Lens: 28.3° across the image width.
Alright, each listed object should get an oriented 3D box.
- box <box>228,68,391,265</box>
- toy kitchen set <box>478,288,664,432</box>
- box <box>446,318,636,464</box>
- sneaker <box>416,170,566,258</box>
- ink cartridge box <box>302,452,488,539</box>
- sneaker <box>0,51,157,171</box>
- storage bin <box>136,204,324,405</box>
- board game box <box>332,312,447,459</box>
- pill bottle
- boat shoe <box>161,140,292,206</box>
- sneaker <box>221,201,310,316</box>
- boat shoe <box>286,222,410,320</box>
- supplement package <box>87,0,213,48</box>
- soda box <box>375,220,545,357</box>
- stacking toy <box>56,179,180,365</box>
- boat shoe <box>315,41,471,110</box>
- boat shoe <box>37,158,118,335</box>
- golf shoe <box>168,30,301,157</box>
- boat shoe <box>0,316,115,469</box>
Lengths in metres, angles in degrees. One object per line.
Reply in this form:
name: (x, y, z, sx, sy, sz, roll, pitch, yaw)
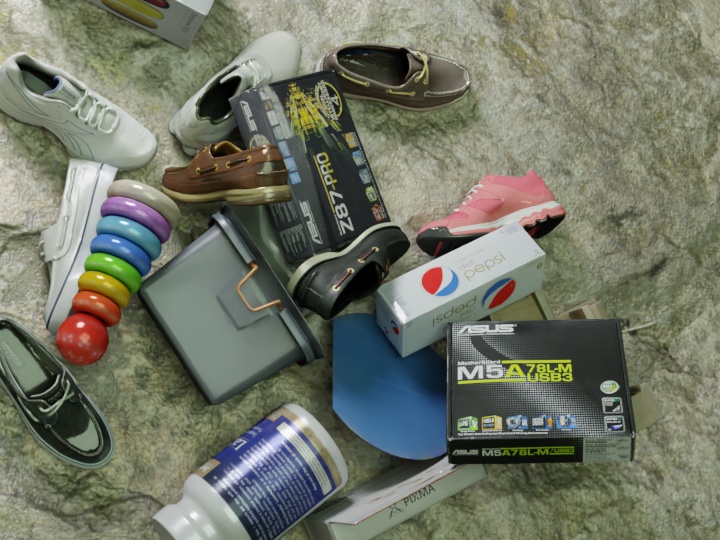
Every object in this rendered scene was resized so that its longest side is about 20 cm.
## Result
box: (-0.056, -0.122, 1.637, 0.161, 0.049, 0.201, -22, 93, -52)
toy kitchen set: (0.271, 0.091, 1.684, 0.163, 0.180, 0.201, -25, 88, -22)
box: (0.193, 0.129, 1.559, 0.199, 0.048, 0.194, -1, 40, 6)
sneaker: (0.149, -0.071, 1.743, 0.199, 0.074, 0.087, -13, 68, -23)
ink cartridge box: (0.052, 0.250, 1.578, 0.199, 0.176, 0.045, -25, 93, -21)
sneaker: (-0.316, -0.173, 1.583, 0.199, 0.087, 0.075, 26, 70, -14)
storage bin: (-0.150, 0.050, 1.577, 0.134, 0.146, 0.201, -34, 92, -11)
board game box: (0.028, 0.141, 1.644, 0.157, 0.039, 0.201, 22, 42, -22)
pill bottle: (-0.121, 0.245, 1.553, 0.200, 0.116, 0.116, -37, 93, -22)
boat shoe: (-0.149, -0.109, 1.572, 0.072, 0.199, 0.068, -10, 100, -42)
sneaker: (-0.089, -0.050, 1.654, 0.088, 0.075, 0.201, -30, 95, -36)
boat shoe: (-0.001, 0.002, 1.615, 0.063, 0.074, 0.201, 36, 34, 19)
supplement package: (-0.256, -0.358, 1.624, 0.199, 0.114, 0.110, 25, 71, -12)
soda box: (0.117, 0.020, 1.670, 0.199, 0.068, 0.064, -25, 54, -18)
stacking toy: (-0.266, 0.007, 1.513, 0.085, 0.085, 0.201, 27, 69, -12)
boat shoe: (0.048, -0.240, 1.735, 0.199, 0.059, 0.072, 4, 77, -18)
boat shoe: (-0.321, -0.029, 1.563, 0.065, 0.072, 0.201, 15, 78, -4)
golf shoe: (-0.131, -0.212, 1.649, 0.078, 0.097, 0.200, 44, 68, -4)
boat shoe: (-0.337, 0.133, 1.524, 0.200, 0.071, 0.072, 47, 69, -6)
